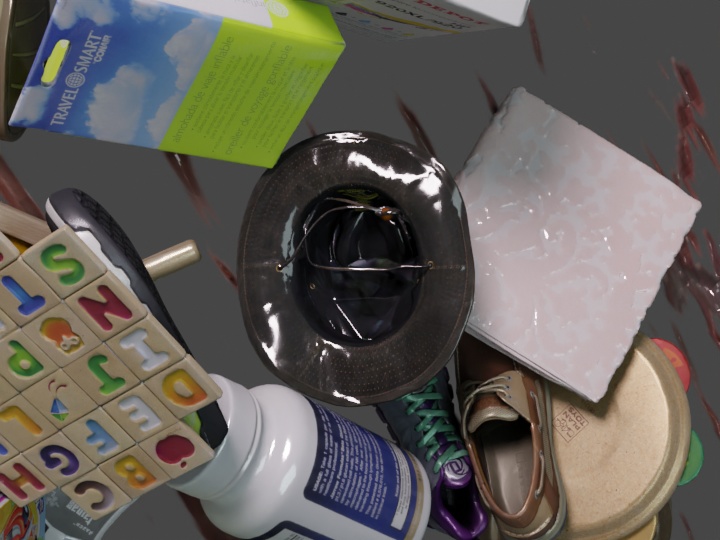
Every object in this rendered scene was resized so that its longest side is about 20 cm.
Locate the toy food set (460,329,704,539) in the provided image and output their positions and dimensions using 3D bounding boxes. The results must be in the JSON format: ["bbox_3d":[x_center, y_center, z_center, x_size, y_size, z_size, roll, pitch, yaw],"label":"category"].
[{"bbox_3d":[0.179,0.129,0.919,0.199,0.199,0.049,-58,150,-1],"label":"toy food set"}]

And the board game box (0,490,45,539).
[{"bbox_3d":[-0.240,0.211,0.670,0.034,0.200,0.136,5,100,3],"label":"board game box"}]

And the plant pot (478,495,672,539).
[{"bbox_3d":[0.208,0.216,0.985,0.199,0.092,0.203,-4,98,-26],"label":"plant pot"}]

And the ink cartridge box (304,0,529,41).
[{"bbox_3d":[0.019,-0.249,0.761,0.146,0.200,0.146,13,92,-26],"label":"ink cartridge box"}]

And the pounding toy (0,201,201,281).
[{"bbox_3d":[-0.240,0.023,0.707,0.199,0.142,0.186,25,86,-27],"label":"pounding toy"}]

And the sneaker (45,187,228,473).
[{"bbox_3d":[-0.147,0.050,0.656,0.082,0.072,0.201,-28,120,-7],"label":"sneaker"}]

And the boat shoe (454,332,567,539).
[{"bbox_3d":[0.113,0.114,0.880,0.075,0.202,0.072,-24,147,14],"label":"boat shoe"}]

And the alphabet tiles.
[{"bbox_3d":[-0.182,0.062,0.636,0.165,0.006,0.200,-29,117,21],"label":"alphabet tiles"}]

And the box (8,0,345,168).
[{"bbox_3d":[-0.123,-0.137,0.747,0.198,0.048,0.122,6,136,-34],"label":"box"}]

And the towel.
[{"bbox_3d":[0.154,-0.023,0.904,0.190,0.032,0.201,32,74,4],"label":"towel"}]

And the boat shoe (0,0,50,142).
[{"bbox_3d":[-0.244,-0.187,0.723,0.067,0.072,0.202,7,104,3],"label":"boat shoe"}]

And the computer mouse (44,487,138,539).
[{"bbox_3d":[-0.212,0.174,0.802,0.109,0.044,0.201,41,85,-20],"label":"computer mouse"}]

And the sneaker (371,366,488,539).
[{"bbox_3d":[0.062,0.126,0.901,0.074,0.087,0.202,-25,108,-21],"label":"sneaker"}]

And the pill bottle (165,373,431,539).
[{"bbox_3d":[-0.049,0.151,0.820,0.199,0.111,0.112,33,83,-38],"label":"pill bottle"}]

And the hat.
[{"bbox_3d":[0.000,0.000,0.845,0.198,0.081,0.203,-1,85,11],"label":"hat"}]
